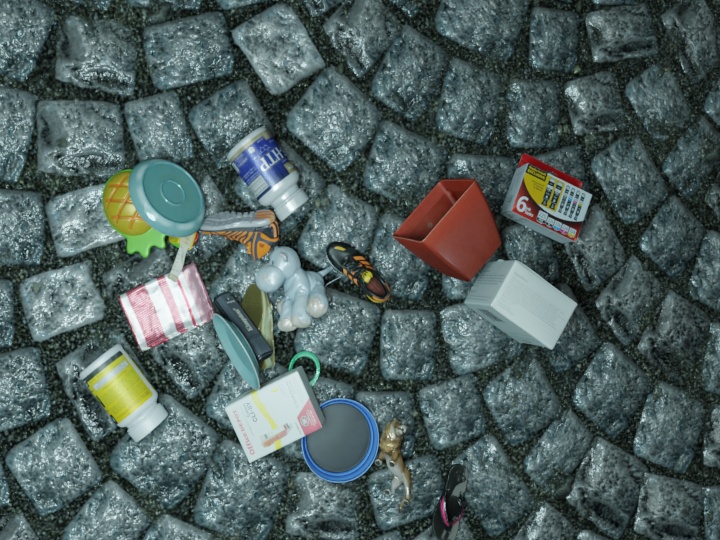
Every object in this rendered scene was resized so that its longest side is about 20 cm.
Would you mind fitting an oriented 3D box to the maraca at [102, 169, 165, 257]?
[{"bbox_3d":[-0.515,-0.133,1.631,0.134,0.107,0.204,-26,90,2],"label":"maraca"}]

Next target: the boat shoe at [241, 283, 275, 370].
[{"bbox_3d":[-0.239,0.135,1.714,0.072,0.063,0.207,-9,86,31],"label":"boat shoe"}]

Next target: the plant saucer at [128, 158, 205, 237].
[{"bbox_3d":[-0.435,-0.173,1.626,0.197,0.027,0.205,28,48,-34],"label":"plant saucer"}]

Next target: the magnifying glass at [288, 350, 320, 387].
[{"bbox_3d":[-0.148,0.301,1.748,0.077,0.022,0.206,10,86,-11],"label":"magnifying glass"}]

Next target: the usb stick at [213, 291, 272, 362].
[{"bbox_3d":[-0.277,0.132,1.670,0.055,0.033,0.201,-22,62,-38],"label":"usb stick"}]

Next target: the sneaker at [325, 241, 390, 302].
[{"bbox_3d":[0.000,0.000,1.745,0.200,0.090,0.070,43,82,-8],"label":"sneaker"}]

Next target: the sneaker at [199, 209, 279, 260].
[{"bbox_3d":[-0.287,-0.077,1.694,0.194,0.078,0.115,0,124,14],"label":"sneaker"}]

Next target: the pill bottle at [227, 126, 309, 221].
[{"bbox_3d":[-0.215,-0.226,1.689,0.119,0.120,0.202,-38,97,-9],"label":"pill bottle"}]

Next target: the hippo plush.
[{"bbox_3d":[-0.154,0.027,1.660,0.200,0.159,0.162,-44,118,-7],"label":"hippo plush"}]

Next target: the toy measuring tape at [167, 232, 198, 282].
[{"bbox_3d":[-0.423,-0.055,1.650,0.072,0.074,0.205,15,57,-11],"label":"toy measuring tape"}]

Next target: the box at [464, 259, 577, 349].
[{"bbox_3d":[0.393,0.082,1.768,0.197,0.199,0.133,34,84,-9],"label":"box"}]

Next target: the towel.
[{"bbox_3d":[-0.458,0.087,1.686,0.196,0.023,0.147,-24,93,-11],"label":"towel"}]

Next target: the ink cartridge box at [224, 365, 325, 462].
[{"bbox_3d":[-0.201,0.339,1.680,0.196,0.083,0.148,-26,91,3],"label":"ink cartridge box"}]

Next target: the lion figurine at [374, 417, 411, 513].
[{"bbox_3d":[0.090,0.483,1.766,0.070,0.123,0.206,-5,108,19],"label":"lion figurine"}]

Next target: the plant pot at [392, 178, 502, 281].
[{"bbox_3d":[0.230,-0.090,1.751,0.176,0.199,0.201,45,82,-18],"label":"plant pot"}]

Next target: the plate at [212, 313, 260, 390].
[{"bbox_3d":[-0.279,0.183,1.635,0.025,0.199,0.204,-31,95,-23],"label":"plate"}]

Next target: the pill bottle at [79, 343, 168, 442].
[{"bbox_3d":[-0.536,0.281,1.620,0.113,0.114,0.202,-37,96,-9],"label":"pill bottle"}]

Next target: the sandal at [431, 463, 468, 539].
[{"bbox_3d":[0.232,0.598,1.807,0.073,0.045,0.206,15,86,-11],"label":"sandal"}]

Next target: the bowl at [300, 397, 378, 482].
[{"bbox_3d":[-0.052,0.417,1.755,0.194,0.039,0.208,0,89,-12],"label":"bowl"}]

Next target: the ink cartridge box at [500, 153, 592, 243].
[{"bbox_3d":[0.490,-0.193,1.850,0.195,0.084,0.180,22,85,-10],"label":"ink cartridge box"}]
